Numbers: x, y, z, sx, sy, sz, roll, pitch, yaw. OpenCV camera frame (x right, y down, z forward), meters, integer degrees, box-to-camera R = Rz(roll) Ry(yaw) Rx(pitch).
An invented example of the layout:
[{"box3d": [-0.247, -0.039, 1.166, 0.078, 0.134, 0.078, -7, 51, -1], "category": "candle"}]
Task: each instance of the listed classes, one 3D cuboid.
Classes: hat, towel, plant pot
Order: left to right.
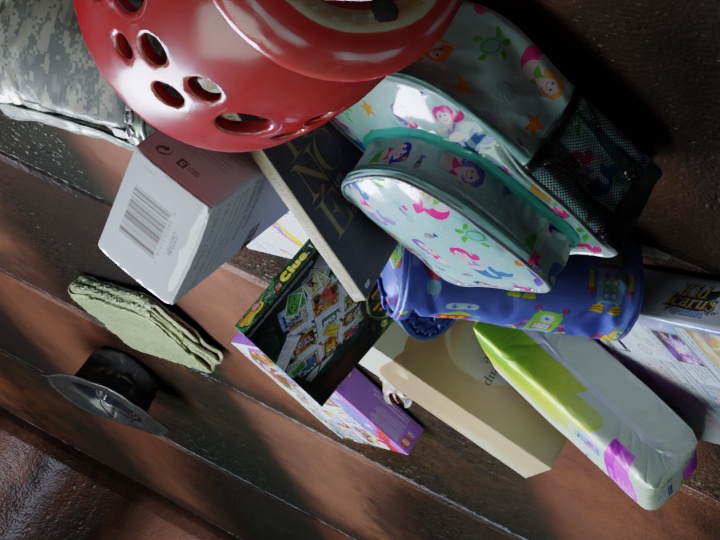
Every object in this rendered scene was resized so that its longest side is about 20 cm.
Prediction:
[{"box3d": [-0.348, 0.158, 2.786, 0.199, 0.081, 0.201, 22, 165, 6], "category": "hat"}, {"box3d": [-0.269, 0.065, 2.467, 0.199, 0.037, 0.148, 11, 153, 49], "category": "towel"}, {"box3d": [-0.048, -0.181, 1.145, 0.200, 0.201, 0.182, 38, 159, -18], "category": "plant pot"}]

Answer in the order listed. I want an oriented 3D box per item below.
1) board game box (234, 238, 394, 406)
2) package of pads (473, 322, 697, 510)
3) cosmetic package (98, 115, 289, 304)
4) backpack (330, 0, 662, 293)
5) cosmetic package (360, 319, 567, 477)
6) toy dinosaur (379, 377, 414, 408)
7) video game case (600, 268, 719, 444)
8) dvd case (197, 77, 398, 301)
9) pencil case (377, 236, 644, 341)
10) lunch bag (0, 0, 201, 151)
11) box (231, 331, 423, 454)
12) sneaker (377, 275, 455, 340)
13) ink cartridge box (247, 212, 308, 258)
[{"box3d": [0.000, 0.000, 1.546, 0.105, 0.200, 0.023, 45, 173, -33], "category": "board game box"}, {"box3d": [0.189, 0.104, 1.622, 0.200, 0.068, 0.155, 43, 177, 16], "category": "package of pads"}, {"box3d": [-0.086, -0.071, 1.360, 0.074, 0.200, 0.102, 38, 133, 11], "category": "cosmetic package"}, {"box3d": [0.073, -0.084, 1.298, 0.200, 0.151, 0.177, 46, 160, -25], "category": "backpack"}, {"box3d": [0.103, 0.086, 1.763, 0.199, 0.106, 0.071, 33, 163, -6], "category": "cosmetic package"}, {"box3d": [-0.008, 0.024, 1.836, 0.135, 0.086, 0.201, -3, 126, 45], "category": "toy dinosaur"}, {"box3d": [0.280, 0.075, 1.517, 0.181, 0.046, 0.200, 13, 154, 51], "category": "video game case"}, {"box3d": [-0.020, -0.102, 1.341, 0.016, 0.149, 0.200, -9, 128, 40], "category": "dvd case"}, {"box3d": [0.106, 0.007, 1.441, 0.199, 0.078, 0.087, 5, 145, -16], "category": "pencil case"}, {"box3d": [-0.166, -0.166, 1.440, 0.199, 0.168, 0.139, 18, 158, 39], "category": "lunch bag"}, {"box3d": [-0.037, 0.131, 2.232, 0.200, 0.039, 0.136, 43, 160, -30], "category": "box"}, {"box3d": [0.025, -0.044, 1.490, 0.078, 0.070, 0.201, 45, 155, 56], "category": "sneaker"}, {"box3d": [-0.053, -0.075, 1.628, 0.199, 0.086, 0.148, 15, 155, 48], "category": "ink cartridge box"}]
